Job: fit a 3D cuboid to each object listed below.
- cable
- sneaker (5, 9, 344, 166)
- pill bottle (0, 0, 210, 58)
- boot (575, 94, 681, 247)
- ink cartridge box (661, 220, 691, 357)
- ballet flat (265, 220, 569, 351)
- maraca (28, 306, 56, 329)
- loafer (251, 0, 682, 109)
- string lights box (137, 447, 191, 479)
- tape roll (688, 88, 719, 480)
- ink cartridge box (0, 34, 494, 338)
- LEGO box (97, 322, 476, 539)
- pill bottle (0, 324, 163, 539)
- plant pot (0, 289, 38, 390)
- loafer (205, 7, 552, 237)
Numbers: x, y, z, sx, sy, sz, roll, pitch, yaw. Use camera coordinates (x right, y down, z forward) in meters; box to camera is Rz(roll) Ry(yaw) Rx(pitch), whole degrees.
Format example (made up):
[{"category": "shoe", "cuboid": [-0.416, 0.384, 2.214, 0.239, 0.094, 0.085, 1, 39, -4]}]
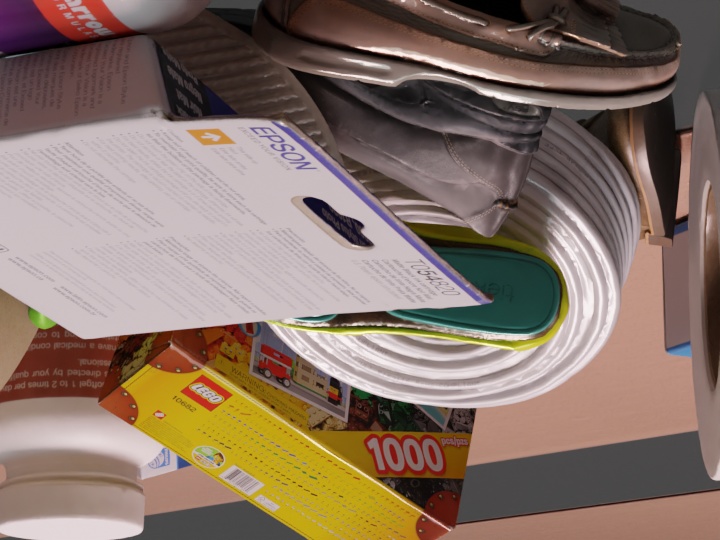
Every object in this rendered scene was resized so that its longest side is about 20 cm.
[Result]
[{"category": "cable", "cuboid": [0.039, -0.013, 1.122, 0.199, 0.070, 0.200, -25, 124, 35]}, {"category": "sneaker", "cuboid": [-0.088, -0.078, 0.977, 0.200, 0.074, 0.082, 45, 159, -12]}, {"category": "pill bottle", "cuboid": [-0.123, -0.133, 0.790, 0.198, 0.114, 0.112, -6, 164, 21]}, {"category": "boot", "cuboid": [0.131, -0.055, 1.179, 0.075, 0.074, 0.200, 7, 168, 9]}, {"category": "ink cartridge box", "cuboid": [0.308, 0.010, 1.375, 0.198, 0.085, 0.145, 8, 162, -28]}, {"category": "ballet flat", "cuboid": [0.000, 0.000, 1.053, 0.198, 0.067, 0.067, 12, 179, -2]}, {"category": "maraca", "cuboid": [-0.134, -0.038, 1.112, 0.137, 0.107, 0.200, -35, 154, -11]}, {"category": "loafer", "cuboid": [0.054, -0.113, 0.964, 0.198, 0.072, 0.063, 3, 121, -19]}, {"category": "string lights box", "cuboid": [-0.079, 0.072, 1.456, 0.199, 0.060, 0.103, -14, -159, -30]}, {"category": "tape roll", "cuboid": [0.245, 0.006, 1.140, 0.138, 0.205, 0.203, -1, 165, 4]}, {"category": "ink cartridge box", "cuboid": [-0.073, -0.028, 0.858, 0.198, 0.041, 0.200, -4, 158, 24]}, {"category": "LEGO box", "cuboid": [-0.033, 0.054, 1.251, 0.199, 0.150, 0.077, 35, 133, -22]}, {"category": "pill bottle", "cuboid": [-0.166, 0.051, 1.290, 0.111, 0.202, 0.112, -1, 164, 0]}, {"category": "plant pot", "cuboid": [-0.244, 0.003, 1.189, 0.134, 0.201, 0.200, -24, 173, -21]}, {"category": "loafer", "cuboid": [-0.016, -0.072, 1.013, 0.198, 0.073, 0.073, 17, -165, 10]}]
